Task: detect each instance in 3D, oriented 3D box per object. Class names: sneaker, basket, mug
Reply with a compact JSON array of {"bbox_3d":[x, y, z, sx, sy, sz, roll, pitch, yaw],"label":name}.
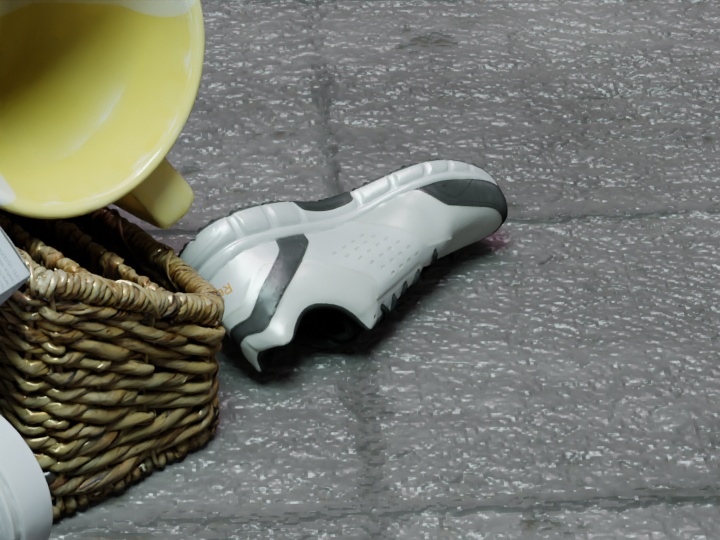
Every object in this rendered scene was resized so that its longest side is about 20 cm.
[{"bbox_3d":[0.000,0.000,1.502,0.199,0.074,0.080,-18,68,-33],"label":"sneaker"},{"bbox_3d":[-0.158,-0.003,1.414,0.142,0.150,0.200,-25,42,-33],"label":"basket"},{"bbox_3d":[-0.175,-0.099,1.397,0.149,0.188,0.153,-21,26,-30],"label":"mug"}]

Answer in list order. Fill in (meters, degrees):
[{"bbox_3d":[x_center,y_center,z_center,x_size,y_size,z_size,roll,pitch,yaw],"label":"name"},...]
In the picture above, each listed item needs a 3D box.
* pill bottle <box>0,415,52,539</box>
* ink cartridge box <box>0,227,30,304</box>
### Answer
[{"bbox_3d":[-0.231,0.135,1.245,0.108,0.109,0.200,26,42,31],"label":"pill bottle"},{"bbox_3d":[-0.264,0.069,1.287,0.200,0.196,0.043,-37,90,-40],"label":"ink cartridge box"}]
